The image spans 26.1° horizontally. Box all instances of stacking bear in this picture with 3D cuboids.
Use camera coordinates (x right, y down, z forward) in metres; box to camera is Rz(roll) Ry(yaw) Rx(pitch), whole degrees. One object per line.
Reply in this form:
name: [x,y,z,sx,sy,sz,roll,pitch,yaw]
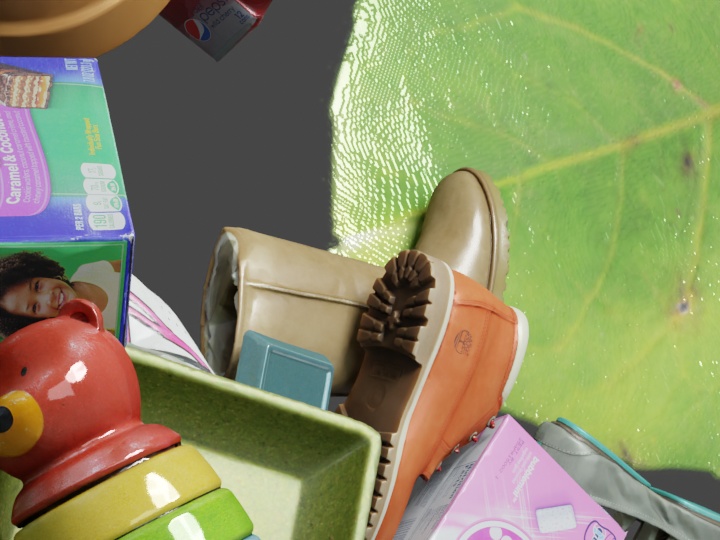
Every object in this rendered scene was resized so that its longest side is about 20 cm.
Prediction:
stacking bear: [-0.107,0.115,0.683,0.201,0.121,0.114,63,26,6]

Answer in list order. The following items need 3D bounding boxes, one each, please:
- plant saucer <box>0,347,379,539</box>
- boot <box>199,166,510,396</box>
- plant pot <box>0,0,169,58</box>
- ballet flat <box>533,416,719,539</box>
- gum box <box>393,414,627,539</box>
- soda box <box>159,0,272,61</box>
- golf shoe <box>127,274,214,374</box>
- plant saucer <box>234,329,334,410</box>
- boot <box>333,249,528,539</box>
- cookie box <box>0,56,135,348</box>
plant saucer: [-0.103,0.150,0.773,0.198,0.048,0.201,20,64,-17]
boot: [0.000,0.000,0.988,0.199,0.066,0.177,11,68,-31]
plant pot: [-0.190,-0.228,0.843,0.198,0.140,0.202,1,73,-2]
ballet flat: [0.190,0.170,1.071,0.199,0.067,0.064,31,84,-21]
gum box: [0.071,0.195,0.952,0.113,0.066,0.200,44,57,-12]
soda box: [-0.068,-0.239,1.035,0.070,0.063,0.201,37,54,-18]
golf shoe: [-0.155,0.028,0.875,0.200,0.073,0.092,49,19,-3]
plant saucer: [-0.055,0.139,0.887,0.070,0.019,0.202,22,72,-44]
boot: [0.038,0.099,0.942,0.107,0.075,0.201,22,89,-38]
cookie box: [-0.220,-0.035,0.752,0.198,0.076,0.172,-2,36,-16]
